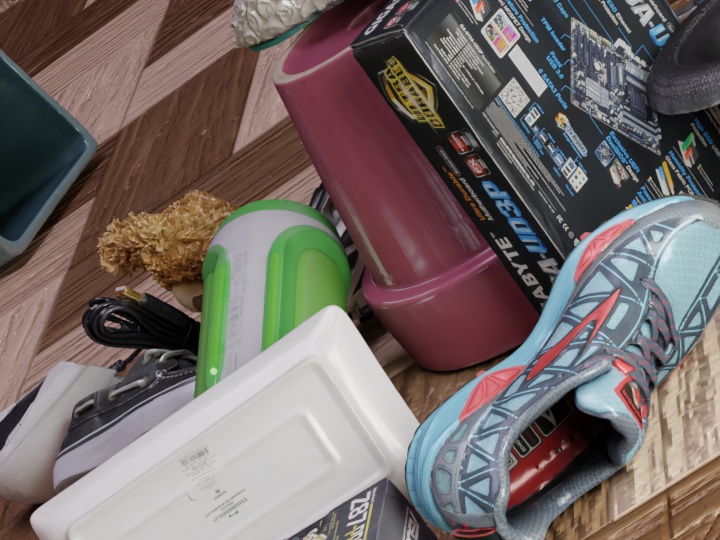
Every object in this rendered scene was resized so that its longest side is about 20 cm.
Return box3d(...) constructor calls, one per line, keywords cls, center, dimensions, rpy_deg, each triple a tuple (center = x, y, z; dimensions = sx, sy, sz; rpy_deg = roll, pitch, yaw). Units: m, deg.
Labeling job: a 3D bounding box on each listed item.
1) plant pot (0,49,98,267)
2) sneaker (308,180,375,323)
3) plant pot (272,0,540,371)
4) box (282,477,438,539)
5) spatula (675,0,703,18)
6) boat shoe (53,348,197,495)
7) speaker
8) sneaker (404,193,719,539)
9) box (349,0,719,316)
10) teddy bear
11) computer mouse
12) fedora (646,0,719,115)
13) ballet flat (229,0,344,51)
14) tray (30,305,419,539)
box3d(cls="plant pot", center=(-0.387, -0.075, 2.598), dimensions=(0.200, 0.196, 0.196), rpy_deg=(-40, 13, 35))
box3d(cls="sneaker", center=(0.000, 0.000, 1.746), dimensions=(0.200, 0.088, 0.074), rpy_deg=(-63, 10, 4))
box3d(cls="plant pot", center=(0.054, -0.074, 1.623), dimensions=(0.200, 0.179, 0.200), rpy_deg=(-35, 17, 13))
box3d(cls="box", center=(-0.047, 0.192, 1.354), dimensions=(0.161, 0.049, 0.200), rpy_deg=(-35, 16, 18))
box3d(cls="spatula", center=(0.192, -0.160, 1.841), dimensions=(0.200, 0.021, 0.057), rpy_deg=(-32, 23, 18))
box3d(cls="boat shoe", center=(-0.116, 0.078, 1.735), dimensions=(0.200, 0.072, 0.071), rpy_deg=(-25, 58, 42))
box3d(cls="speaker", center=(-0.048, 0.051, 1.600), dimensions=(0.088, 0.088, 0.200), rpy_deg=(-31, 33, 25))
box3d(cls="sneaker", center=(0.114, 0.053, 1.362), dimensions=(0.200, 0.079, 0.096), rpy_deg=(-49, 27, -5))
box3d(cls="box", center=(0.103, -0.085, 1.502), dimensions=(0.046, 0.200, 0.159), rpy_deg=(-15, 29, 50))
box3d(cls="teddy bear", center=(-0.093, -0.001, 1.849), dimensions=(0.067, 0.145, 0.200), rpy_deg=(-68, 17, -6))
box3d(cls="computer mouse", center=(-0.168, 0.092, 1.849), dimensions=(0.200, 0.110, 0.044), rpy_deg=(-43, 38, 28))
box3d(cls="fedora", center=(0.241, -0.112, 1.470), dimensions=(0.200, 0.092, 0.201), rpy_deg=(-33, 15, 10))
box3d(cls="ballet flat", center=(-0.017, -0.175, 1.613), dimensions=(0.200, 0.072, 0.072), rpy_deg=(-18, 26, 53))
box3d(cls="tray", center=(-0.064, 0.115, 1.494), dimensions=(0.200, 0.107, 0.022), rpy_deg=(-35, -6, 12))
